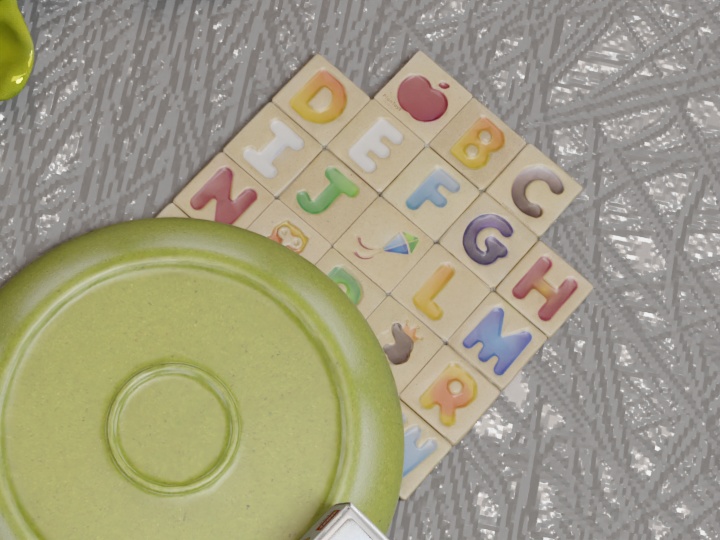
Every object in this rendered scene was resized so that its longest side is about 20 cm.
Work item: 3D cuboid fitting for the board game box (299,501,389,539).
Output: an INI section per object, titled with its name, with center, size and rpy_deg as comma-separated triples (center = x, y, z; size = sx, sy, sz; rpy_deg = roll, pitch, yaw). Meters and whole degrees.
[board game box]
center = -0.031, 0.207, 0.838
size = 0.126, 0.035, 0.200
rpy_deg = 46, 76, -4

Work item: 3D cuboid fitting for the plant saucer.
[plant saucer]
center = -0.079, 0.069, 0.892
size = 0.200, 0.031, 0.200
rpy_deg = 2, 74, -6

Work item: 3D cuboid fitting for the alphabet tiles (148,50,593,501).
[alphabet tiles]
center = 0.000, 0.000, 0.942
size = 0.166, 0.006, 0.200
rpy_deg = 41, 72, 7

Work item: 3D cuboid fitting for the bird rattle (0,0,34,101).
[bird rattle]
center = -0.149, -0.173, 0.928
size = 0.200, 0.113, 0.163
rpy_deg = -38, 74, -19
